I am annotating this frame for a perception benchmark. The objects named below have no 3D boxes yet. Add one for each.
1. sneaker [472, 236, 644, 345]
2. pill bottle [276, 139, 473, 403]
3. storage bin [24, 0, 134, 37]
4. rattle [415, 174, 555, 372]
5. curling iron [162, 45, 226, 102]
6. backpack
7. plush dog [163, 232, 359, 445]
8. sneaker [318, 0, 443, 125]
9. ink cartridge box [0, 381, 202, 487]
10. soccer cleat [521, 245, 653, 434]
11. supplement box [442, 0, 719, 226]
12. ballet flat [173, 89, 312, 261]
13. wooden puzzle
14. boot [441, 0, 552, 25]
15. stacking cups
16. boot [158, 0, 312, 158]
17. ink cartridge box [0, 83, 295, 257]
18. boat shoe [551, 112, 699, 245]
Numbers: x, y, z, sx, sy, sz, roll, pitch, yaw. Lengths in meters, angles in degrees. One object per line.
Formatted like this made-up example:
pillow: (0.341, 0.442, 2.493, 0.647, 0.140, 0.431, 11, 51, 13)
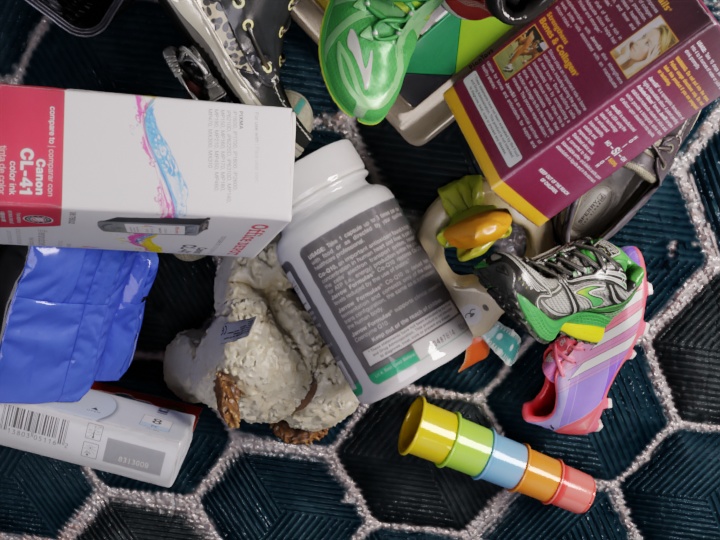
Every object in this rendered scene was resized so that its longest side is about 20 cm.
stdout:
sneaker: (0.159, 0.004, 0.843, 0.078, 0.199, 0.085, 48, 113, 27)
pill bottle: (0.000, 0.000, 0.890, 0.113, 0.113, 0.201, -30, 88, 18)
storage bin: (-0.196, -0.296, 0.792, 0.135, 0.094, 0.200, 35, 114, -13)
rattle: (0.113, 0.029, 0.918, 0.129, 0.143, 0.202, -1, 113, -16)
curling iron: (-0.119, -0.131, 0.813, 0.025, 0.200, 0.050, -36, 88, -3)
backpack: (-0.264, -0.010, 0.906, 0.167, 0.162, 0.202, 3, 107, -46)
plush dog: (-0.065, 0.088, 0.968, 0.171, 0.161, 0.201, 16, 121, -32)
sneaker: (0.025, -0.204, 0.757, 0.074, 0.084, 0.202, 16, 99, -20)
ink cartridge box: (-0.227, 0.121, 0.962, 0.159, 0.200, 0.048, 14, 101, -3)
soccer cleat: (0.206, 0.068, 0.967, 0.076, 0.067, 0.201, 5, 122, -10)
supplement box: (0.178, -0.144, 0.821, 0.199, 0.111, 0.085, -37, 143, 20)
ballet flat: (-0.116, -0.076, 0.918, 0.067, 0.062, 0.200, 35, 115, -13)
wooden puzzle: (0.047, -0.221, 0.845, 0.185, 0.037, 0.200, -37, 109, 21)
boot: (0.130, -0.266, 0.736, 0.072, 0.144, 0.201, 21, 99, -19)
stacking cups: (0.139, 0.184, 1.039, 0.199, 0.061, 0.061, 21, 117, -9)
boot: (-0.055, -0.199, 0.796, 0.153, 0.073, 0.204, -39, 123, -4)
ink cartridge box: (-0.157, -0.065, 0.753, 0.198, 0.148, 0.086, 4, 79, -16)
boat shoe: (0.228, -0.094, 0.881, 0.072, 0.065, 0.201, 28, 116, -10)
